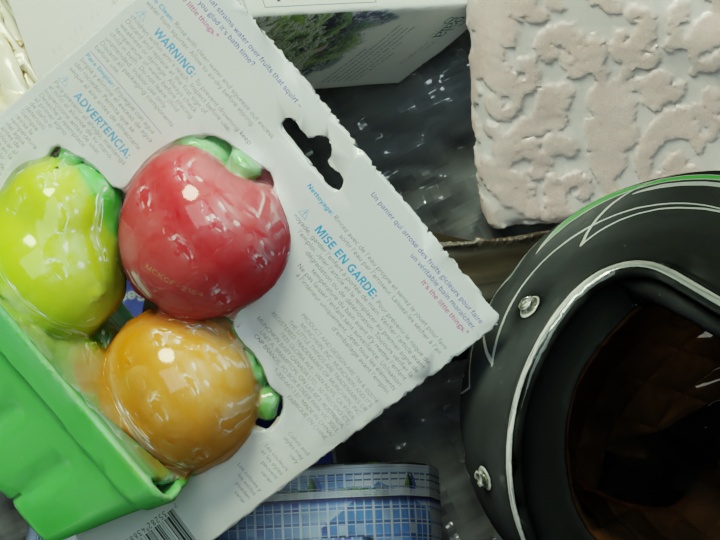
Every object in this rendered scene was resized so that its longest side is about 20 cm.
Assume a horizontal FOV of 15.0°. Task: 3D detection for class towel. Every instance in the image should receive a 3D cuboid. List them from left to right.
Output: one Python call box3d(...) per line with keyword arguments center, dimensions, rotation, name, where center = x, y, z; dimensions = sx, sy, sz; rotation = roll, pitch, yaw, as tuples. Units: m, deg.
box3d(center=(0.139, -0.113, 1.152), dimensions=(0.191, 0.032, 0.200), rotation=(-3, 117, 5), name="towel")

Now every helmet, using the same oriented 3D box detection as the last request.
box3d(center=(0.141, 0.051, 1.098), dimensions=(0.191, 0.200, 0.200), rotation=(2, 80, 29), name="helmet")

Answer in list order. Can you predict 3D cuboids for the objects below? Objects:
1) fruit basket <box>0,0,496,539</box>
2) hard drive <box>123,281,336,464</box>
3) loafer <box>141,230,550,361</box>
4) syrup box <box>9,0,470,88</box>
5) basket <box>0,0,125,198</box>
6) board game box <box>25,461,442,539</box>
box3d(center=(-0.077, 0.005, 1.070), dimensions=(0.200, 0.094, 0.185), rotation=(-39, 96, 14), name="fruit basket")
box3d(center=(-0.076, 0.097, 1.206), dimensions=(0.132, 0.025, 0.200), rotation=(-9, 79, 7), name="hard drive")
box3d(center=(0.000, 0.000, 1.171), dimensions=(0.200, 0.073, 0.071), rotation=(-6, 70, -15), name="loafer")
box3d(center=(-0.045, -0.126, 1.154), dimensions=(0.079, 0.200, 0.081), rotation=(-34, 71, 46), name="syrup box")
box3d(center=(-0.205, -0.089, 1.196), dimensions=(0.136, 0.123, 0.200), rotation=(-35, 71, 0), name="basket")
box3d(center=(-0.066, 0.136, 1.153), dimensions=(0.200, 0.062, 0.200), rotation=(-5, 81, 7), name="board game box")
